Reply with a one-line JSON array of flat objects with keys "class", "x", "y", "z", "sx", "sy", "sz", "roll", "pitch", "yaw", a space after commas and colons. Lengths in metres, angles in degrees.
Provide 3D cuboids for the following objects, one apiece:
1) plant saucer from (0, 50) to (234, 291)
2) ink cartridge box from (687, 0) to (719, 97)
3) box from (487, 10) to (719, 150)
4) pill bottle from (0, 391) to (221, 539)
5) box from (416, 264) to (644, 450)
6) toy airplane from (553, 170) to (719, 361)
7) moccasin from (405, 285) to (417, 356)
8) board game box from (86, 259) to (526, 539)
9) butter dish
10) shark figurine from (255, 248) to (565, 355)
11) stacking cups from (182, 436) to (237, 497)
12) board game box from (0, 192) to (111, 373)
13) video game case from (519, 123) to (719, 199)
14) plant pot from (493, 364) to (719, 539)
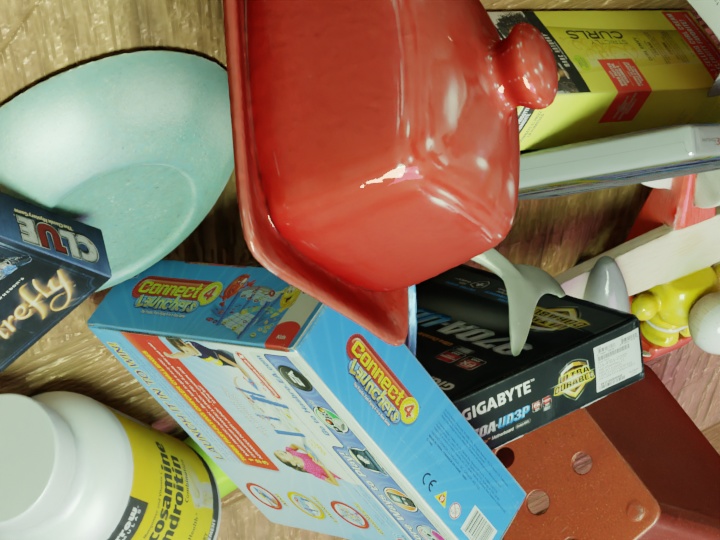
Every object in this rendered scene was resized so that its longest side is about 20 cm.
[{"class": "plant saucer", "x": -0.144, "y": -0.037, "z": 1.110, "sx": 0.200, "sy": 0.039, "sz": 0.201, "roll": -24, "pitch": 151, "yaw": -14}, {"class": "ink cartridge box", "x": 0.294, "y": -0.211, "z": 1.232, "sx": 0.199, "sy": 0.084, "sz": 0.176, "roll": -18, "pitch": 151, "yaw": -26}, {"class": "box", "x": 0.145, "y": -0.119, "z": 1.241, "sx": 0.199, "sy": 0.075, "sz": 0.050, "roll": -5, "pitch": 142, "yaw": -40}, {"class": "pill bottle", "x": -0.178, "y": 0.141, "z": 1.288, "sx": 0.112, "sy": 0.112, "sz": 0.200, "roll": -37, "pitch": 153, "yaw": 9}, {"class": "box", "x": 0.061, "y": 0.055, "z": 1.307, "sx": 0.158, "sy": 0.200, "sz": 0.046, "roll": -21, "pitch": 113, "yaw": -30}, {"class": "toy airplane", "x": 0.238, "y": -0.007, "z": 1.447, "sx": 0.200, "sy": 0.142, "sz": 0.199, "roll": -40, "pitch": 151, "yaw": 15}, {"class": "moccasin", "x": -0.011, "y": -0.022, "z": 1.174, "sx": 0.068, "sy": 0.201, "sz": 0.080, "roll": -11, "pitch": -168, "yaw": -11}, {"class": "board game box", "x": -0.033, "y": 0.081, "z": 1.178, "sx": 0.200, "sy": 0.195, "sz": 0.056, "roll": 51, "pitch": 61, "yaw": -32}, {"class": "butter dish", "x": 0.027, "y": -0.085, "z": 1.005, "sx": 0.147, "sy": 0.201, "sz": 0.199, "roll": -13, "pitch": 159, "yaw": 20}, {"class": "shark figurine", "x": 0.016, "y": -0.014, "z": 1.259, "sx": 0.213, "sy": 0.129, "sz": 0.090, "roll": -6, "pitch": -162, "yaw": 9}, {"class": "stacking cups", "x": -0.137, "y": 0.162, "z": 1.420, "sx": 0.200, "sy": 0.061, "sz": 0.060, "roll": -36, "pitch": 153, "yaw": 7}, {"class": "board game box", "x": -0.247, "y": 0.028, "z": 1.064, "sx": 0.200, "sy": 0.035, "sz": 0.135, "roll": -39, "pitch": 141, "yaw": 27}, {"class": "video game case", "x": 0.155, "y": -0.066, "z": 1.254, "sx": 0.199, "sy": 0.022, "sz": 0.182, "roll": -8, "pitch": 179, "yaw": 34}, {"class": "plant pot", "x": 0.161, "y": 0.182, "z": 1.468, "sx": 0.200, "sy": 0.200, "sz": 0.176, "roll": -42, "pitch": 150, "yaw": 10}]
